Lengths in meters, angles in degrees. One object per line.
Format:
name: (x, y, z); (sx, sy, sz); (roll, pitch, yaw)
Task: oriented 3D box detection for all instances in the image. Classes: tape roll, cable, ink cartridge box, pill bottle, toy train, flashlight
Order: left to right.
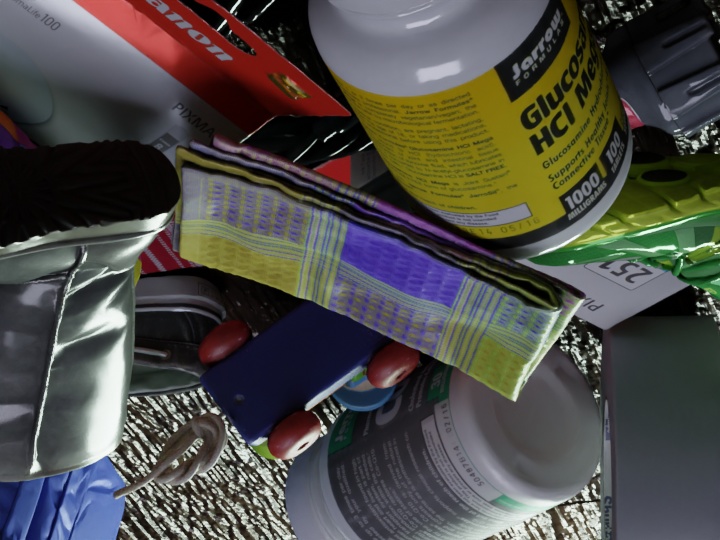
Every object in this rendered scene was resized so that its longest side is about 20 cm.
ink cartridge box: (-0.121, -0.097, 1.158); (0.160, 0.047, 0.200); (37, 161, -30)
toy train: (-0.058, 0.083, 1.450); (0.200, 0.085, 0.116); (-36, 163, -10)
cable: (-0.014, -0.116, 1.224); (0.163, 0.051, 0.200); (10, 144, -22)
pill bottle: (0.046, 0.119, 1.540); (0.113, 0.113, 0.200); (21, 146, -30)
pill bottle: (0.045, -0.100, 1.108); (0.112, 0.112, 0.200); (-9, 145, 18)
ink cartridge box: (0.070, -0.020, 1.376); (0.200, 0.045, 0.176); (26, 141, -34)
flashlight: (0.096, -0.057, 1.231); (0.200, 0.068, 0.068); (-27, 133, 14)
tape roll: (0.177, 0.126, 1.464); (0.066, 0.200, 0.200); (-1, 149, 4)

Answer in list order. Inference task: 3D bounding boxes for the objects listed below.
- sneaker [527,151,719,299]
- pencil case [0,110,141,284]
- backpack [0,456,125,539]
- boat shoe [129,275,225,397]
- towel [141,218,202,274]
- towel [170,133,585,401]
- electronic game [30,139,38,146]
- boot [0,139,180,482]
sneaker: (0.175, -0.019, 1.289); (0.200, 0.074, 0.084); (-7, 118, -14)
pencil case: (-0.188, -0.037, 1.219); (0.088, 0.088, 0.200); (-11, 146, 20)
backpack: (-0.274, 0.153, 1.581); (0.200, 0.163, 0.168); (5, 144, 20)
boat shoe: (-0.177, 0.051, 1.481); (0.200, 0.071, 0.072); (-12, 147, 23)
towel: (-0.152, -0.024, 1.366); (0.200, 0.022, 0.145); (-8, 161, 8)
towel: (0.000, 0.000, 1.195); (0.200, 0.023, 0.144); (23, 158, 0)
electronic game: (-0.265, -0.079, 1.294); (0.200, 0.042, 0.200); (-3, 155, -1)
boot: (-0.180, 0.024, 1.185); (0.182, 0.073, 0.200); (1, 144, -22)
